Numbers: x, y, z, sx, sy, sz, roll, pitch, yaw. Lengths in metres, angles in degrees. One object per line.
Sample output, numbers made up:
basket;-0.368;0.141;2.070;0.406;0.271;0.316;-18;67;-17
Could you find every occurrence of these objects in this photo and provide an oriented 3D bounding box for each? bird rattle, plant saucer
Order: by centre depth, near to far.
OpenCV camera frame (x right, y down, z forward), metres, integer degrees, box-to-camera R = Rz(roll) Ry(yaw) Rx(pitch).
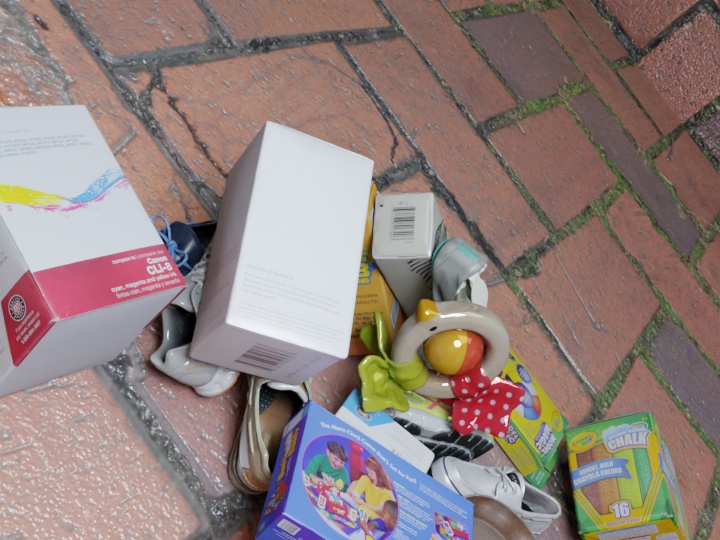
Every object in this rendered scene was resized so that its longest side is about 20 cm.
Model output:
bird rattle;0.096;0.105;0.949;0.198;0.164;0.113;18;39;-9
plant saucer;0.141;0.345;0.953;0.199;0.034;0.202;27;46;-32

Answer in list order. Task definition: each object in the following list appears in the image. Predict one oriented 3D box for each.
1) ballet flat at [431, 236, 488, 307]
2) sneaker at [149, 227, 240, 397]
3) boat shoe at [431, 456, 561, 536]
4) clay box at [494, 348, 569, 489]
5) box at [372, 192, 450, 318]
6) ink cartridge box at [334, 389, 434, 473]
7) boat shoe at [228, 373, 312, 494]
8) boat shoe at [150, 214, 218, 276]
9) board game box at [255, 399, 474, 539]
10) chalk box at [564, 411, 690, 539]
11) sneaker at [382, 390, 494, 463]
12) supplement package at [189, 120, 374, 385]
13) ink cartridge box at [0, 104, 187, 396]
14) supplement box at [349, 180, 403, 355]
ballet flat;0.109;0.045;0.983;0.063;0.201;0.067;33;60;25
sneaker;-0.147;0.017;0.869;0.092;0.075;0.202;30;65;-48
boat shoe;0.167;0.265;1.052;0.199;0.066;0.072;37;26;-29
clay box;0.213;0.188;1.207;0.201;0.048;0.115;52;35;2
box;0.070;-0.010;1.036;0.200;0.068;0.083;55;36;-63
ink cartridge box;-0.013;0.222;0.881;0.115;0.068;0.200;38;30;4
boat shoe;-0.077;0.119;0.877;0.074;0.068;0.202;18;64;-24
boat shoe;-0.195;-0.027;0.927;0.084;0.069;0.200;53;35;3
board game box;0.012;0.224;0.789;0.199;0.045;0.135;35;32;-14
chalk box;0.357;0.278;1.194;0.124;0.123;0.201;52;28;-40
sneaker;0.083;0.170;1.055;0.199;0.078;0.091;26;40;-30
supplement package;-0.072;-0.013;0.821;0.116;0.117;0.202;17;65;-20
ink cartridge box;-0.281;-0.022;0.761;0.144;0.145;0.201;-18;73;-53
supplement box;0.000;0.000;1.029;0.069;0.066;0.202;-71;152;-58
